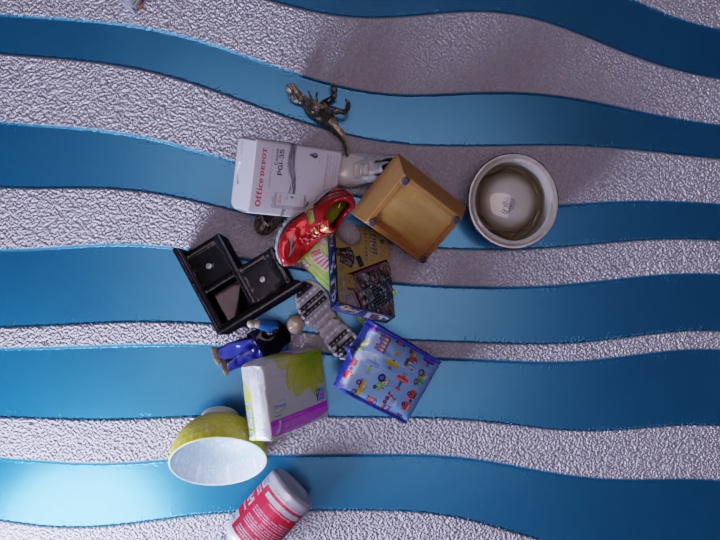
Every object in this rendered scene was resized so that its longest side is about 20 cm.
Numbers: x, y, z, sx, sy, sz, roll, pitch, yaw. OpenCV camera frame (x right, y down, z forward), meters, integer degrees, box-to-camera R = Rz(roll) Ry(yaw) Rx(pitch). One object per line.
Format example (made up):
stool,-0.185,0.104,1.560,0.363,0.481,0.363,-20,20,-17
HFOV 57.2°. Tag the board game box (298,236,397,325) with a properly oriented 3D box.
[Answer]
board game box,-0.027,0.014,1.416,0.200,0.048,0.102,44,88,-2

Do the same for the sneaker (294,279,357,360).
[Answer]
sneaker,-0.072,0.110,1.404,0.075,0.081,0.201,-35,73,-2

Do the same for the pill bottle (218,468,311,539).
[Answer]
pill bottle,-0.204,0.523,1.371,0.112,0.112,0.200,42,87,-3

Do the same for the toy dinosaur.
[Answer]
toy dinosaur,-0.068,-0.344,1.411,0.200,0.047,0.088,45,100,5

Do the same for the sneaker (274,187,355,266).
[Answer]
sneaker,-0.089,-0.087,1.305,0.200,0.085,0.077,-48,125,-9

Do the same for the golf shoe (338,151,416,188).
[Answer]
golf shoe,0.023,-0.219,1.396,0.197,0.097,0.080,-5,91,-3

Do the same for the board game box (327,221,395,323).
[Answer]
board game box,0.000,0.000,1.349,0.134,0.035,0.202,16,52,-27

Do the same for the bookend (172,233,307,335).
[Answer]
bookend,-0.246,-0.003,1.364,0.198,0.092,0.200,-30,84,0

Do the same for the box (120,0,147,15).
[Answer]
box,-0.431,-0.635,1.360,0.035,0.110,0.201,36,88,-3

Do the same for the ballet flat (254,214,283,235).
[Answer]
ballet flat,-0.164,-0.163,1.408,0.067,0.046,0.201,34,88,-4

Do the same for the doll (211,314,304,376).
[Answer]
doll,-0.209,0.148,1.384,0.198,0.049,0.137,-24,132,-1

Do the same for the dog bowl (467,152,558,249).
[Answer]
dog bowl,0.321,-0.147,1.426,0.197,0.074,0.203,0,90,-4

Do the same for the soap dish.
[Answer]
soap dish,0.104,-0.118,1.363,0.199,0.082,0.158,33,109,-25

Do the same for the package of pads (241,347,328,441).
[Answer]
package of pads,-0.149,0.243,1.339,0.067,0.199,0.157,-7,91,34

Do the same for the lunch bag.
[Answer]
lunch bag,0.043,0.202,1.355,0.199,0.094,0.152,32,87,-34

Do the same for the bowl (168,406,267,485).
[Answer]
bowl,-0.292,0.347,1.357,0.197,0.202,0.109,-7,47,-4

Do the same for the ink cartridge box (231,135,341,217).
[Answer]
ink cartridge box,-0.149,-0.184,1.339,0.198,0.082,0.149,2,102,-34
